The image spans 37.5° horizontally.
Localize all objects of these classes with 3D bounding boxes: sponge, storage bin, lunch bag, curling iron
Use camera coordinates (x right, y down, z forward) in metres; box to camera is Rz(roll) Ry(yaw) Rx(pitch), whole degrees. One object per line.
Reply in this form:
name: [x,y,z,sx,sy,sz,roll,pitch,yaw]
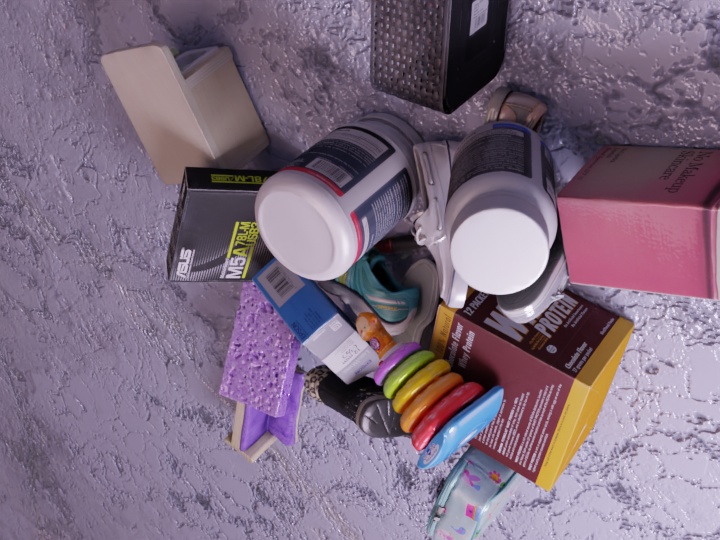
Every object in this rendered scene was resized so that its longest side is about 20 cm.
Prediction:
sponge: [-0.145,0.112,1.602,0.111,0.030,0.201,20,103,27]
storage bin: [0.085,-0.279,1.087,0.094,0.135,0.200,22,133,26]
lunch bag: [0.166,0.277,1.403,0.077,0.200,0.161,35,139,17]
curling iron: [0.037,-0.041,1.398,0.200,0.026,0.050,3,125,39]

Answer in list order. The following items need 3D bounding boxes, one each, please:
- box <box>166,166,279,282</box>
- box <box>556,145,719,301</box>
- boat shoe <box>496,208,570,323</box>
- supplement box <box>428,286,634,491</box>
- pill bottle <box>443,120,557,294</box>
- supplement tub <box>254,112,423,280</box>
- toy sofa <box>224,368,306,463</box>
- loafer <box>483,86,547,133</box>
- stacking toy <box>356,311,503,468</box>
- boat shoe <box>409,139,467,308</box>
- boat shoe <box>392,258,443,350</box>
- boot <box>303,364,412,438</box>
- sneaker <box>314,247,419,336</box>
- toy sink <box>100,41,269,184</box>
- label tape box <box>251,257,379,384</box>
box: [-0.156,-0.057,1.440,0.200,0.193,0.048,115,147,-48]
box: [0.319,-0.051,1.072,0.200,0.128,0.109,7,124,36]
boat shoe: [0.204,0.000,1.157,0.074,0.202,0.065,-19,112,30]
supplement box: [0.197,0.122,1.307,0.200,0.133,0.198,28,135,21]
pill bottle: [0.144,-0.066,1.087,0.113,0.200,0.114,4,120,7]
supplement tub: [-0.018,-0.092,1.272,0.140,0.200,0.141,23,133,26]
toy sofa: [-0.154,0.225,1.726,0.097,0.083,0.200,32,137,19]
loafer: [0.166,-0.109,1.207,0.063,0.072,0.200,19,129,19]
stacking toy: [0.061,0.125,1.263,0.200,0.110,0.116,48,142,16]
boat shoe: [0.090,-0.054,1.238,0.065,0.201,0.074,-1,164,-4]
boat shoe: [0.087,0.058,1.411,0.076,0.060,0.200,58,147,33]
boot: [0.033,0.183,1.491,0.154,0.203,0.074,23,99,46]
sneaker: [0.000,0.000,1.393,0.200,0.077,0.080,38,119,23]
toy sink: [-0.231,-0.229,1.418,0.130,0.112,0.200,0,125,40]
label tape box: [-0.047,0.079,1.436,0.143,0.066,0.200,47,177,39]
